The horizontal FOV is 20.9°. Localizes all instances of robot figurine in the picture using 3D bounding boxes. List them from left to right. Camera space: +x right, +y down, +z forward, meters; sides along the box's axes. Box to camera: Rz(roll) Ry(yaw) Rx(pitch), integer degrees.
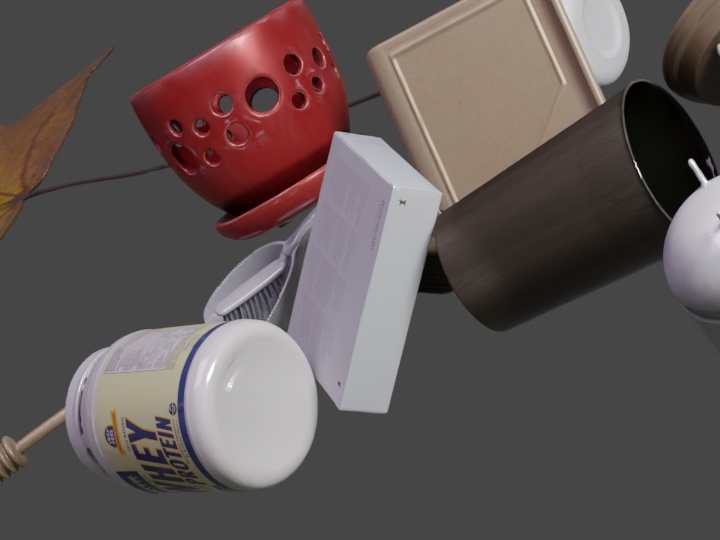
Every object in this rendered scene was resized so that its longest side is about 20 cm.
[{"bbox_3d":[0.275,0.013,1.299,0.113,0.200,0.170,-39,29,1],"label":"robot figurine"}]

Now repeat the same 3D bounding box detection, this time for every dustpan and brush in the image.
[{"bbox_3d":[-0.079,0.002,1.866,0.200,0.057,0.140,-40,29,2],"label":"dustpan and brush"}]

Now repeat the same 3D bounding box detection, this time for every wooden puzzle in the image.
[{"bbox_3d":[0.120,-0.152,1.754,0.199,0.186,0.037,-26,-4,28],"label":"wooden puzzle"}]

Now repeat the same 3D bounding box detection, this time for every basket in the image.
[{"bbox_3d":[0.170,-0.043,1.568,0.199,0.137,0.180,-30,6,27],"label":"basket"}]

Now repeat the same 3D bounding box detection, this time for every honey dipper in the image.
[{"bbox_3d":[-0.302,0.148,1.961,0.199,0.038,0.038,-37,30,2],"label":"honey dipper"}]

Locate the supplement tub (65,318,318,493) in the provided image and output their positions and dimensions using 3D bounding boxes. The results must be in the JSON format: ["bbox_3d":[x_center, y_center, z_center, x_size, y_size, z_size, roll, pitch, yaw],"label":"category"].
[{"bbox_3d":[-0.150,0.121,1.706,0.199,0.145,0.146,-8,43,44],"label":"supplement tub"}]

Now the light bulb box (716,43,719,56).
[{"bbox_3d":[0.398,-0.140,1.436,0.198,0.125,0.200,-36,29,10],"label":"light bulb box"}]

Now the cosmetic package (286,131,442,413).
[{"bbox_3d":[0.000,0.000,1.678,0.151,0.051,0.202,-129,50,-62],"label":"cosmetic package"}]

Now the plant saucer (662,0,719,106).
[{"bbox_3d":[0.331,-0.198,1.555,0.199,0.200,0.030,-36,63,9],"label":"plant saucer"}]

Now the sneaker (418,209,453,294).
[{"bbox_3d":[0.045,-0.022,1.769,0.075,0.071,0.199,-37,31,-29],"label":"sneaker"}]

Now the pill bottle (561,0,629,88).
[{"bbox_3d":[0.145,-0.207,1.833,0.199,0.113,0.113,-13,39,40],"label":"pill bottle"}]

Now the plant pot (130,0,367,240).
[{"bbox_3d":[-0.099,-0.145,1.932,0.199,0.183,0.200,-31,9,6],"label":"plant pot"}]
